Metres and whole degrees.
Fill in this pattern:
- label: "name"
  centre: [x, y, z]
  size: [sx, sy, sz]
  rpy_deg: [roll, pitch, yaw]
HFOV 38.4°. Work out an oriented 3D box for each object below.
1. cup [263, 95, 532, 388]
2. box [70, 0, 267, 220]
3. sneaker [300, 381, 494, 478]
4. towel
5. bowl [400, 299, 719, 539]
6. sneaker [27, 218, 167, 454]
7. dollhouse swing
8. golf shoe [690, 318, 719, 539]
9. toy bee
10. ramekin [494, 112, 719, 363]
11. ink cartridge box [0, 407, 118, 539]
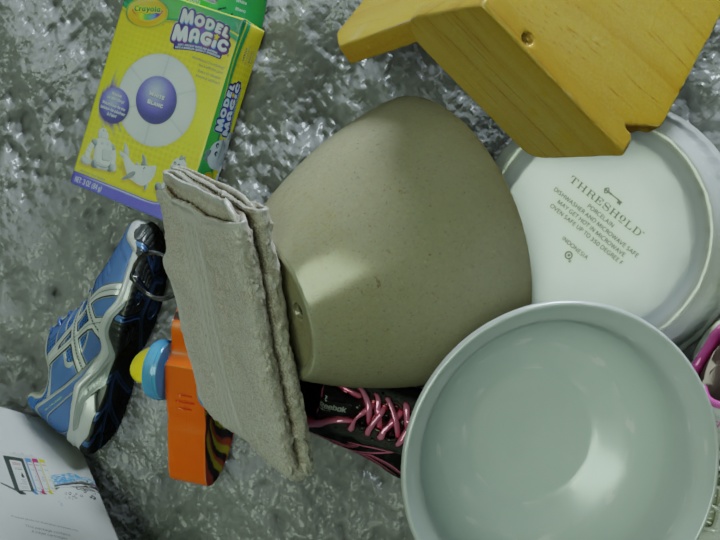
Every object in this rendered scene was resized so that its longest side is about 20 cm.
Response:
- label: "cup"
  centre: [0.000, 0.000, 0.706]
  size: [0.141, 0.200, 0.203]
  rpy_deg: [-23, 80, -28]
- label: "box"
  centre: [-0.157, -0.149, 0.860]
  size: [0.115, 0.048, 0.204]
  rpy_deg: [20, 94, 17]
- label: "sneaker"
  centre: [0.011, 0.108, 0.755]
  size: [0.197, 0.095, 0.081]
  rpy_deg: [13, 83, 35]
- label: "towel"
  centre: [-0.087, 0.036, 0.697]
  size: [0.132, 0.034, 0.204]
  rpy_deg: [25, 130, 53]
- label: "bowl"
  centre: [0.118, 0.113, 0.662]
  size: [0.196, 0.090, 0.206]
  rpy_deg: [-1, 97, -6]
- label: "sneaker"
  centre: [-0.221, 0.049, 0.864]
  size: [0.076, 0.076, 0.203]
  rpy_deg: [23, 96, 12]
- label: "dollhouse swing"
  centre: [0.115, -0.176, 0.726]
  size: [0.181, 0.175, 0.201]
  rpy_deg: [42, 61, -13]
- label: "golf shoe"
  centre: [0.227, 0.121, 0.681]
  size: [0.074, 0.091, 0.204]
  rpy_deg: [12, 83, 26]
- label: "toy bee"
  centre: [-0.118, 0.065, 0.830]
  size: [0.129, 0.109, 0.203]
  rpy_deg: [26, 122, 8]
- label: "ramekin"
  centre: [0.168, -0.025, 0.728]
  size: [0.198, 0.094, 0.207]
  rpy_deg: [0, 90, 18]
- label: "ink cartridge box"
  centre: [-0.296, 0.223, 0.812]
  size: [0.148, 0.144, 0.200]
  rpy_deg: [-54, 43, 10]
